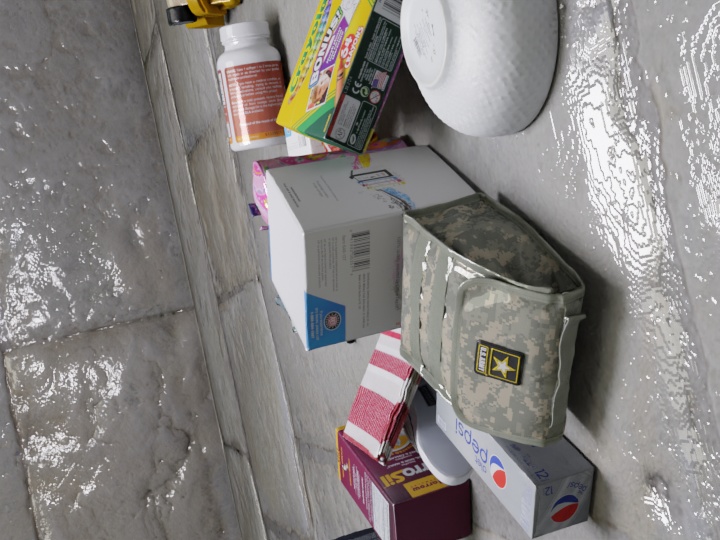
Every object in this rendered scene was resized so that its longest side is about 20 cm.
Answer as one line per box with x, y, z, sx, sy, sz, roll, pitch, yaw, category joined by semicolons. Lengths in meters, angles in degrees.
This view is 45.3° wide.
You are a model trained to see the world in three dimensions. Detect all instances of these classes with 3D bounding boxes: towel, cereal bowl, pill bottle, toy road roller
0.036;0.128;1.080;0.204;0.022;0.144;-69;19;-4;towel
0.092;-0.220;0.786;0.200;0.082;0.205;167;90;-70;cereal bowl
-0.181;-0.311;1.461;0.112;0.110;0.205;-163;63;-68;pill bottle
-0.289;-0.542;1.667;0.200;0.143;0.126;-42;-54;-69;toy road roller

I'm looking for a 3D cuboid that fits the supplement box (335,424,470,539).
0.052;0.277;1.141;0.200;0.108;0.088;-141;43;-60;supplement box

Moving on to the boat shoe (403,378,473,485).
0.090;0.193;1.064;0.201;0.072;0.066;-109;15;-51;boat shoe

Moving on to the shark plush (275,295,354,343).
-0.072;0.065;1.419;0.199;0.089;0.085;14;98;64;shark plush

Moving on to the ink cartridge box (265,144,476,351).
0.010;-0.032;0.949;0.145;0.196;0.150;-125;30;-52;ink cartridge box

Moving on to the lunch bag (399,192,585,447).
0.124;0.048;0.806;0.200;0.116;0.167;43;141;50;lunch bag

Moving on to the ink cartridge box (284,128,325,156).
-0.055;-0.141;1.266;0.115;0.066;0.205;-169;69;-69;ink cartridge box

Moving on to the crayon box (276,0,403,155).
-0.015;-0.245;0.977;0.172;0.057;0.204;31;101;62;crayon box

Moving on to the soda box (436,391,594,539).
0.149;0.174;0.871;0.200;0.067;0.065;-134;38;-56;soda box

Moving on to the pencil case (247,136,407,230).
-0.034;-0.104;1.030;0.087;0.196;0.089;167;90;-73;pencil case

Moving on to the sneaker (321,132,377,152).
-0.001;-0.137;1.137;0.073;0.077;0.201;43;159;28;sneaker

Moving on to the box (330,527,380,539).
0.030;0.486;1.239;0.196;0.122;0.204;145;112;-66;box
